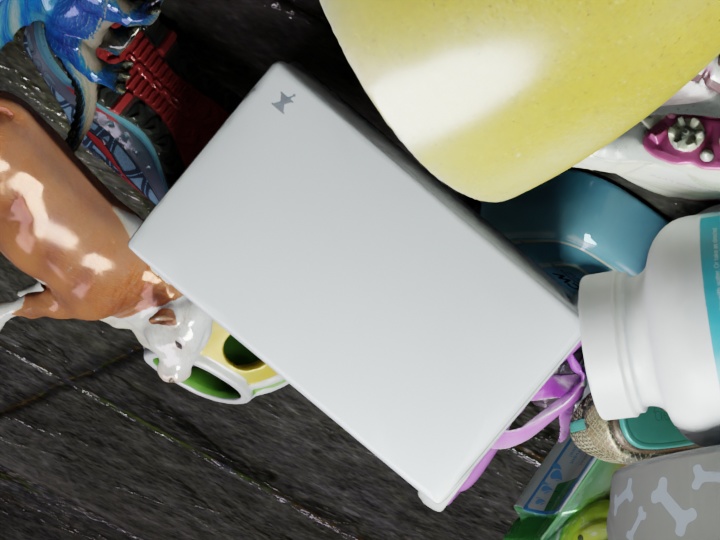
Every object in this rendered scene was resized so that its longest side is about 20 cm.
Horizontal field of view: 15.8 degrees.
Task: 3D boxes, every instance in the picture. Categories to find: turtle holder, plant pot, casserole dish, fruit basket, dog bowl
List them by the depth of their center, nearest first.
[{"bbox_3d":[0.081,-0.142,0.941,0.141,0.201,0.200,-19,141,27],"label":"plant pot"},{"bbox_3d":[0.210,0.113,1.240,0.199,0.059,0.200,-7,171,-1],"label":"dog bowl"},{"bbox_3d":[0.148,0.005,1.466,0.200,0.039,0.121,36,158,-29],"label":"casserole dish"},{"bbox_3d":[0.184,0.144,1.582,0.094,0.186,0.200,45,156,-18],"label":"fruit basket"},{"bbox_3d":[-0.059,0.013,1.592,0.185,0.132,0.141,12,159,39],"label":"turtle holder"}]

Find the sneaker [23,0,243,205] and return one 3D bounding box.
[{"bbox_3d":[-0.116,-0.086,1.484,0.200,0.079,0.095,52,160,-20],"label":"sneaker"}]

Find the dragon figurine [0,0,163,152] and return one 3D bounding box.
[{"bbox_3d":[-0.159,-0.140,1.353,0.099,0.059,0.200,20,141,-11],"label":"dragon figurine"}]

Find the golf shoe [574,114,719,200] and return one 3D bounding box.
[{"bbox_3d":[0.118,-0.070,1.238,0.199,0.076,0.092,17,164,25],"label":"golf shoe"}]

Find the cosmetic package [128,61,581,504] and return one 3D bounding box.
[{"bbox_3d":[0.000,0.000,1.333,0.199,0.123,0.200,40,-177,-2],"label":"cosmetic package"}]

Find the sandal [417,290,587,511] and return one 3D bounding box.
[{"bbox_3d":[0.099,0.076,1.467,0.050,0.083,0.203,38,138,2],"label":"sandal"}]

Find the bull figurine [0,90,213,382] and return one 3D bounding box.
[{"bbox_3d":[-0.166,-0.014,1.402,0.121,0.065,0.200,-21,121,29],"label":"bull figurine"}]

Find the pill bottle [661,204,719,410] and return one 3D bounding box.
[{"bbox_3d":[0.244,0.058,1.367,0.199,0.113,0.112,30,161,-18],"label":"pill bottle"}]

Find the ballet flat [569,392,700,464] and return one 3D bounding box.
[{"bbox_3d":[0.205,0.078,1.450,0.199,0.068,0.075,-2,172,-24],"label":"ballet flat"}]

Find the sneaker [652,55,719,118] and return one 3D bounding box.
[{"bbox_3d":[0.088,-0.086,1.129,0.199,0.076,0.116,24,121,-13],"label":"sneaker"}]

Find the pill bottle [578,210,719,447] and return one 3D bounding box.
[{"bbox_3d":[0.205,0.022,1.209,0.199,0.111,0.111,-9,153,13],"label":"pill bottle"}]

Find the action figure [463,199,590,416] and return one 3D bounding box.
[{"bbox_3d":[0.096,0.038,1.560,0.200,0.070,0.130,41,170,-26],"label":"action figure"}]
